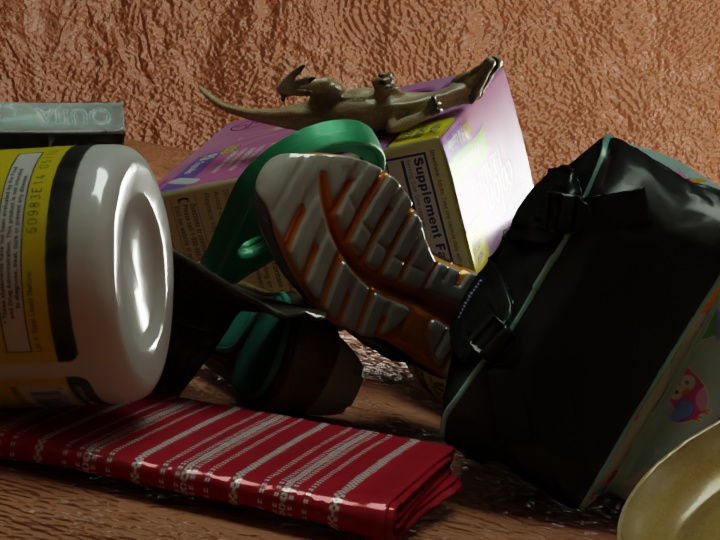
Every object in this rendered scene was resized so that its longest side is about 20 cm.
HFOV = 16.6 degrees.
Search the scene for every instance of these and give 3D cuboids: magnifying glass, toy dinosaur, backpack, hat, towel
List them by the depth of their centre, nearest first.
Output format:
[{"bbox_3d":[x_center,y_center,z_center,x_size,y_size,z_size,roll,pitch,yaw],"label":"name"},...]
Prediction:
[{"bbox_3d":[-0.062,0.083,1.089,0.199,0.023,0.145,10,7,13],"label":"towel"},{"bbox_3d":[-0.122,0.027,1.212,0.200,0.081,0.201,18,-5,2],"label":"hat"},{"bbox_3d":[0.125,0.028,1.226,0.153,0.176,0.200,27,3,-5],"label":"backpack"},{"bbox_3d":[-0.063,-0.011,1.315,0.079,0.200,0.022,9,48,-49],"label":"magnifying glass"},{"bbox_3d":[-0.015,-0.094,1.485,0.199,0.058,0.101,-4,2,16],"label":"toy dinosaur"}]

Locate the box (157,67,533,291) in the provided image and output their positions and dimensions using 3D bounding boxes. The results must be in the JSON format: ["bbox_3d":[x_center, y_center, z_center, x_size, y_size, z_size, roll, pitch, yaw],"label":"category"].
[{"bbox_3d":[-0.010,-0.045,1.560,0.199,0.097,0.176,-9,16,20],"label":"box"}]

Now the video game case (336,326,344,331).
[{"bbox_3d":[0.025,-0.001,1.596,0.199,0.019,0.143,-19,14,-5],"label":"video game case"}]

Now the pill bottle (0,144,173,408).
[{"bbox_3d":[-0.190,0.005,1.079,0.199,0.113,0.112,-2,3,10],"label":"pill bottle"}]

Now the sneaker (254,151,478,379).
[{"bbox_3d":[0.000,0.000,1.294,0.077,0.078,0.200,19,-17,44],"label":"sneaker"}]

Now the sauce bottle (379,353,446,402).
[{"bbox_3d":[0.064,0.051,1.435,0.066,0.066,0.200,7,4,-27],"label":"sauce bottle"}]

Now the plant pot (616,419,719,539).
[{"bbox_3d":[0.204,0.097,1.006,0.199,0.028,0.200,-17,20,6],"label":"plant pot"}]

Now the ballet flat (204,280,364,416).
[{"bbox_3d":[-0.040,0.048,1.341,0.072,0.068,0.200,29,-4,-18],"label":"ballet flat"}]

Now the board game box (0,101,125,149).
[{"bbox_3d":[-0.260,-0.063,1.626,0.199,0.028,0.135,-1,-32,-11],"label":"board game box"}]
